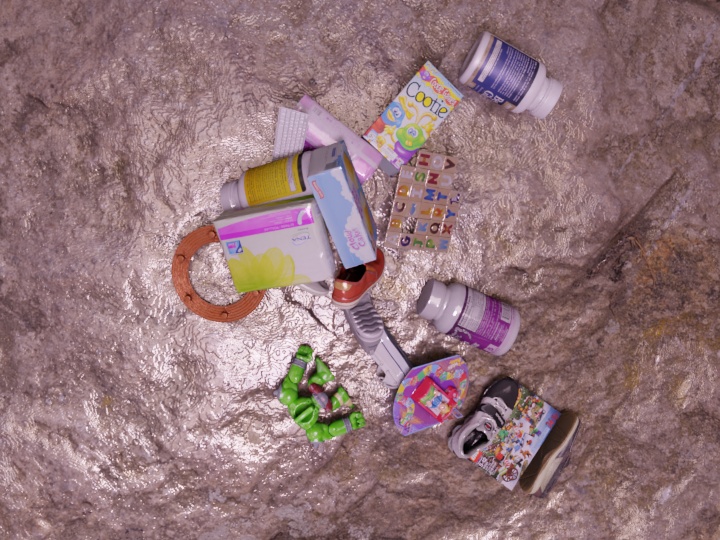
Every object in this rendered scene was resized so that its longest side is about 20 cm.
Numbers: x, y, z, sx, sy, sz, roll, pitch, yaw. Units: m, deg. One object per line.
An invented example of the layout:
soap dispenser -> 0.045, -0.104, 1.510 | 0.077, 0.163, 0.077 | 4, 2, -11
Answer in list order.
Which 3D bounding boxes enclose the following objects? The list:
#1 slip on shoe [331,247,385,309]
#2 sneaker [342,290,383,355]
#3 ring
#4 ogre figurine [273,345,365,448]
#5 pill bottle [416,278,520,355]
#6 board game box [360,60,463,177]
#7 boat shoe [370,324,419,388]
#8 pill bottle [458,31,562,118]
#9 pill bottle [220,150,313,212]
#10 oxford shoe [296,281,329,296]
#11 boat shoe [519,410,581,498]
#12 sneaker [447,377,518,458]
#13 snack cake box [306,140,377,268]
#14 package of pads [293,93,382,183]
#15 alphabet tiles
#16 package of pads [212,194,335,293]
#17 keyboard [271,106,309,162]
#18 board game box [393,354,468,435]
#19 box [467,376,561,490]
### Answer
slip on shoe -> 0.000, 0.000, 1.110 | 0.073, 0.200, 0.062 | 13, 123, 19
sneaker -> -0.009, 0.083, 1.121 | 0.074, 0.201, 0.083 | -5, 130, -11
ring -> -0.284, 0.010, 1.123 | 0.197, 0.019, 0.203 | 1, 103, 2
ogre figurine -> -0.093, 0.265, 1.144 | 0.119, 0.098, 0.201 | -37, 107, -17
pill bottle -> 0.222, 0.092, 1.172 | 0.198, 0.112, 0.114 | 23, 88, -7
board game box -> 0.098, -0.306, 1.149 | 0.105, 0.103, 0.201 | 41, 86, -7
boat shoe -> 0.061, 0.209, 1.164 | 0.085, 0.075, 0.203 | -30, 117, 8
pill bottle -> 0.314, -0.400, 1.172 | 0.198, 0.111, 0.112 | 26, 88, -7
pill bottle -> -0.166, -0.154, 1.094 | 0.197, 0.112, 0.114 | -13, 93, 15
oxford shoe -> -0.138, -0.023, 1.138 | 0.200, 0.075, 0.058 | 42, 107, -3
boat shoe -> 0.426, 0.406, 1.234 | 0.066, 0.072, 0.202 | 34, 87, -17
sneaker -> 0.268, 0.312, 1.162 | 0.074, 0.089, 0.201 | 40, 85, -1
snack cake box -> -0.029, -0.121, 1.044 | 0.066, 0.116, 0.202 | -15, 124, 11
package of pads -> -0.058, -0.247, 1.119 | 0.199, 0.120, 0.076 | 37, 74, -7
alphabet tiles -> 0.137, -0.139, 1.151 | 0.165, 0.008, 0.203 | 3, 108, -30
package of pads -> -0.155, -0.044, 1.042 | 0.197, 0.068, 0.156 | -10, 113, 11
keyboard -> -0.140, -0.236, 1.085 | 0.055, 0.201, 0.011 | 9, 58, -10
board game box -> 0.160, 0.265, 1.157 | 0.198, 0.039, 0.160 | -10, 114, -30
box -> 0.328, 0.356, 1.231 | 0.136, 0.038, 0.201 | 35, 87, -7
